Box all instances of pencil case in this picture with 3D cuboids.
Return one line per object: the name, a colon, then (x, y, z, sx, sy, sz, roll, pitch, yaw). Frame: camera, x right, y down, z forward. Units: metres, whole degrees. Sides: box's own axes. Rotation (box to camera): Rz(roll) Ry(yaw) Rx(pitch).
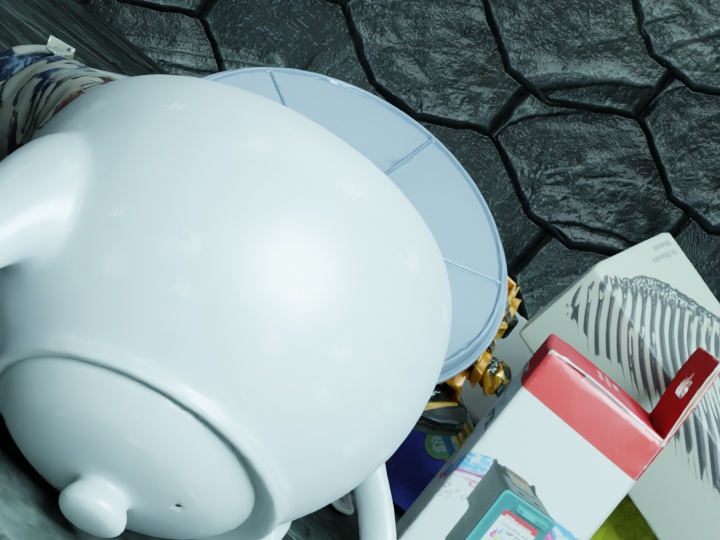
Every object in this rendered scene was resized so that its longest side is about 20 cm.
pencil case: (-0.162, -0.084, 1.051, 0.077, 0.090, 0.199, 18, 2, -33)

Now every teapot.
teapot: (-0.066, 0.038, 0.692, 0.198, 0.147, 0.198, 22, -31, 7)

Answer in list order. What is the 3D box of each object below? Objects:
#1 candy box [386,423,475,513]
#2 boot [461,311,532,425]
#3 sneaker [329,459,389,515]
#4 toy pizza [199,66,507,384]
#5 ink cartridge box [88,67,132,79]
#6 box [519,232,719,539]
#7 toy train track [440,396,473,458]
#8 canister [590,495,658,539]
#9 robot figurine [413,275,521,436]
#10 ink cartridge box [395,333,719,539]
candy box: (0.101, 0.159, 1.236, 0.169, 0.077, 0.200, 38, 5, 11)
boot: (0.068, 0.052, 1.208, 0.200, 0.073, 0.091, 49, -7, 35)
sneaker: (-0.003, 0.091, 1.086, 0.112, 0.072, 0.199, 39, 10, 30)
toy pizza: (-0.019, -0.019, 0.904, 0.198, 0.032, 0.202, 16, 47, -18)
ink cartridge box: (-0.104, -0.078, 1.272, 0.198, 0.085, 0.146, 15, 4, 14)
box: (0.174, 0.086, 0.930, 0.082, 0.068, 0.201, -23, 74, -48)
toy train track: (0.058, 0.123, 1.057, 0.032, 0.115, 0.201, -3, -53, 28)
canister: (0.174, 0.196, 1.049, 0.200, 0.149, 0.087, 38, 4, -40)
robot figurine: (0.000, 0.000, 0.967, 0.199, 0.058, 0.145, 34, 40, 0)
ink cartridge box: (0.075, 0.098, 0.839, 0.067, 0.201, 0.116, 39, 4, 3)
